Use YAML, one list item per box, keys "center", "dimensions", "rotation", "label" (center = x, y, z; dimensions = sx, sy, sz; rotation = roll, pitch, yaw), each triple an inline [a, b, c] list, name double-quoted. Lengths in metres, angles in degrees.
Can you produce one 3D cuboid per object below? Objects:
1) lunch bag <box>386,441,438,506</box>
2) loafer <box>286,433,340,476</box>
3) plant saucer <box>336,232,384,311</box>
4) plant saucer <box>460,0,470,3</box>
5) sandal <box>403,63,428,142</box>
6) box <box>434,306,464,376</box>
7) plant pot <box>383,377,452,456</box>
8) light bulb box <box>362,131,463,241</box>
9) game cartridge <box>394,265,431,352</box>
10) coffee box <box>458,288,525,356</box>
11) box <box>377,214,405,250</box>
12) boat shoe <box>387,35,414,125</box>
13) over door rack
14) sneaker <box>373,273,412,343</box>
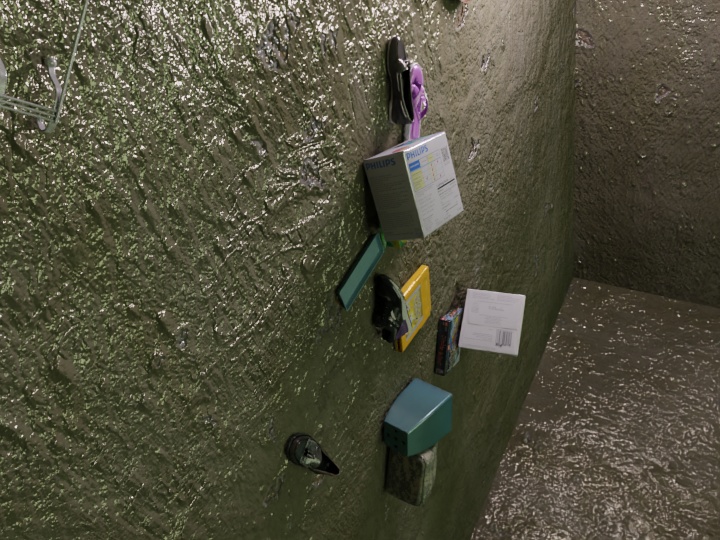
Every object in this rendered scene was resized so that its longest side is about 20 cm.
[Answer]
- center: [0.175, 0.604, 1.909]
  dimensions: [0.167, 0.138, 0.203]
  rotation: [-27, 125, -53]
  label: "lunch bag"
- center: [-0.104, 0.435, 1.426]
  dimensions: [0.073, 0.062, 0.200]
  rotation: [-65, 149, -20]
  label: "loafer"
- center: [0.000, 0.000, 1.475]
  dimensions: [0.201, 0.019, 0.070]
  rotation: [-57, 145, -30]
  label: "plant saucer"
- center: [0.268, -0.807, 1.594]
  dimensions: [0.200, 0.034, 0.203]
  rotation: [-31, 127, -53]
  label: "plant saucer"
- center: [0.146, -0.410, 1.527]
  dimensions: [0.082, 0.049, 0.206]
  rotation: [-31, 127, -52]
  label: "sandal"
- center: [0.305, 0.241, 2.088]
  dimensions: [0.136, 0.037, 0.203]
  rotation: [-26, 123, -55]
  label: "box"
- center: [0.164, 0.451, 1.834]
  dimensions: [0.199, 0.140, 0.143]
  rotation: [-29, 126, -44]
  label: "plant pot"
- center: [0.130, -0.200, 1.452]
  dimensions: [0.198, 0.124, 0.203]
  rotation: [-33, 112, -46]
  label: "light bulb box"
- center: [0.151, 0.110, 1.771]
  dimensions: [0.200, 0.032, 0.178]
  rotation: [-45, 138, -41]
  label: "game cartridge"
- center: [0.458, 0.184, 2.116]
  dimensions: [0.198, 0.197, 0.203]
  rotation: [32, 67, -73]
  label: "coffee box"
- center: [0.108, -0.149, 1.575]
  dimensions: [0.200, 0.048, 0.118]
  rotation: [-51, 141, -35]
  label: "box"
- center: [0.101, -0.442, 1.427]
  dimensions: [0.067, 0.056, 0.203]
  rotation: [-37, 132, -49]
  label: "boat shoe"
- center: [-0.370, -0.260, 0.650]
  dimensions: [0.147, 0.066, 0.202]
  rotation: [4, 119, -61]
  label: "over door rack"
- center: [0.071, 0.106, 1.592]
  dimensions: [0.087, 0.075, 0.202]
  rotation: [-36, 124, -22]
  label: "sneaker"
